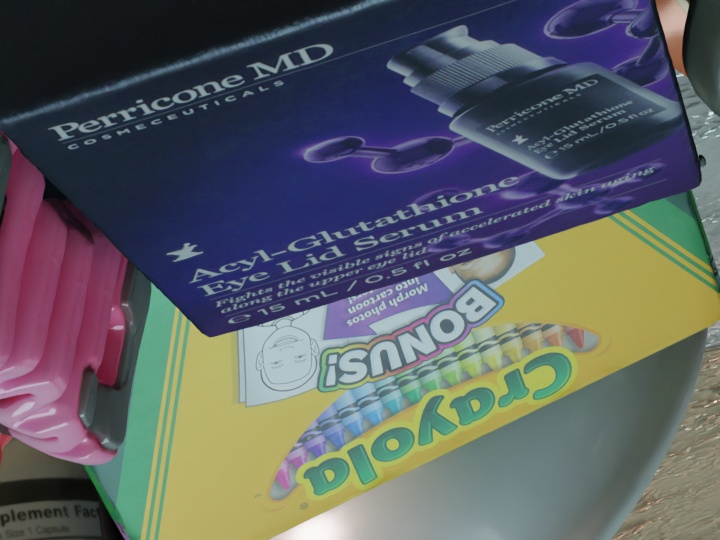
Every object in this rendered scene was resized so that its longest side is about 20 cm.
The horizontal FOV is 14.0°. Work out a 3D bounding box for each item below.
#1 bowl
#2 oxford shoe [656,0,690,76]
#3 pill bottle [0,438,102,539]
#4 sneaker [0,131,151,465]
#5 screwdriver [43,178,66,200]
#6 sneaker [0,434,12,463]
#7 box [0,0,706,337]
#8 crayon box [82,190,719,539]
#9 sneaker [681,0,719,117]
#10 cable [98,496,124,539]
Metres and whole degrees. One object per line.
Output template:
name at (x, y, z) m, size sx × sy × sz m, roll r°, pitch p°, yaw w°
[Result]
bowl at (0.017, 0.037, 1.004) m, size 0.090 × 0.201 × 0.201 m, roll 39°, pitch 132°, yaw -24°
oxford shoe at (0.146, -0.082, 0.879) m, size 0.072 × 0.071 × 0.200 m, roll -32°, pitch 158°, yaw 25°
pill bottle at (-0.134, 0.129, 1.055) m, size 0.113 × 0.201 × 0.114 m, roll -14°, pitch 163°, yaw -4°
sneaker at (-0.119, -0.006, 0.705) m, size 0.095 × 0.079 × 0.200 m, roll 7°, pitch 158°, yaw 16°
screwdriver at (-0.096, 0.027, 0.797) m, size 0.028 × 0.201 × 0.029 m, roll 23°, pitch 151°, yaw -34°
sneaker at (-0.145, 0.028, 0.924) m, size 0.199 × 0.091 × 0.078 m, roll -11°, pitch 163°, yaw -11°
box at (-0.006, -0.073, 0.715) m, size 0.148 × 0.105 × 0.200 m, roll -18°, pitch 163°, yaw 8°
crayon box at (0.000, 0.000, 0.880) m, size 0.199 × 0.058 × 0.119 m, roll -26°, pitch 130°, yaw -3°
sneaker at (0.162, -0.093, 0.672) m, size 0.200 × 0.114 × 0.076 m, roll -50°, pitch 155°, yaw 17°
cable at (-0.052, 0.093, 1.085) m, size 0.051 × 0.164 × 0.200 m, roll -14°, pitch 155°, yaw 10°
